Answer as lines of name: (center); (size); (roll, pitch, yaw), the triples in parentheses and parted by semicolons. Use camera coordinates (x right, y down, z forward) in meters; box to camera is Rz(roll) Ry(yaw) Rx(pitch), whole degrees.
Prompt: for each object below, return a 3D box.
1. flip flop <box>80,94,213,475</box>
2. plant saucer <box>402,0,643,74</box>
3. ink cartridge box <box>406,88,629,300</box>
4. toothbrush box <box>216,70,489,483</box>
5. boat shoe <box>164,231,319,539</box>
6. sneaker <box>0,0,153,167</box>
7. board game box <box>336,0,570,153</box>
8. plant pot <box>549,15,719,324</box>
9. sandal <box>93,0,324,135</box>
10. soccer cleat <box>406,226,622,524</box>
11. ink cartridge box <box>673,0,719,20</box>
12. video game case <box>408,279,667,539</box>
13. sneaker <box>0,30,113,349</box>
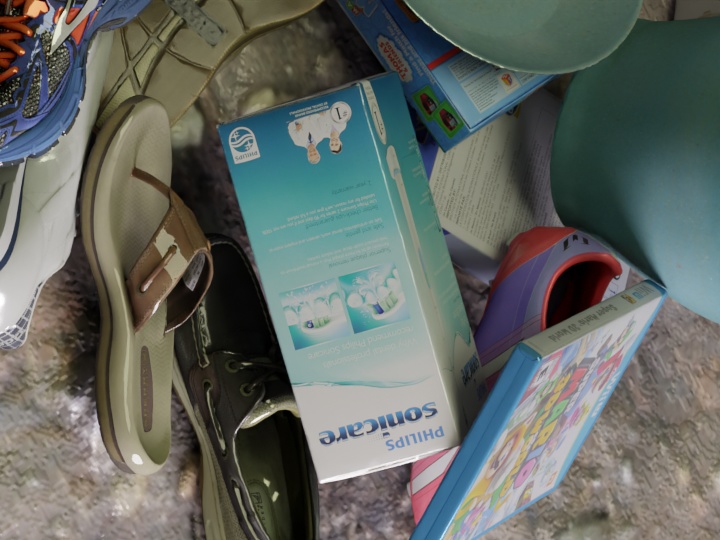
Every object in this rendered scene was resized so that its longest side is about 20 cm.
flip flop: (-0.106, 0.008, 1.519); (0.081, 0.057, 0.201); (-4, 94, -67)
plant saucer: (0.072, -0.196, 1.654); (0.200, 0.039, 0.202); (14, 60, -26)
ink cartridge box: (0.087, -0.054, 1.725); (0.200, 0.042, 0.120); (32, 63, -34)
toothbrush box: (0.000, 0.000, 1.571); (0.146, 0.085, 0.201); (-42, 115, -79)
boat shoe: (-0.057, 0.075, 1.568); (0.072, 0.066, 0.202); (-9, 88, -40)
sneaker: (-0.167, -0.132, 1.453); (0.200, 0.075, 0.079); (-62, 147, -33)
board game box: (0.046, -0.187, 1.681); (0.151, 0.037, 0.200); (-34, 88, -38)
plant pot: (0.220, -0.063, 1.667); (0.200, 0.187, 0.201); (-36, 136, -46)
sandal: (-0.085, -0.143, 1.592); (0.080, 0.054, 0.200); (47, 72, -7)
soccer cleat: (0.088, 0.069, 1.660); (0.067, 0.076, 0.201); (27, 83, -34)
ink cartridge box: (0.271, -0.096, 1.853); (0.145, 0.083, 0.201); (20, 71, -36)
video game case: (0.098, 0.083, 1.582); (0.144, 0.018, 0.200); (-63, 163, 21)
sneaker: (-0.174, -0.058, 1.501); (0.081, 0.076, 0.201); (55, 46, -47)
